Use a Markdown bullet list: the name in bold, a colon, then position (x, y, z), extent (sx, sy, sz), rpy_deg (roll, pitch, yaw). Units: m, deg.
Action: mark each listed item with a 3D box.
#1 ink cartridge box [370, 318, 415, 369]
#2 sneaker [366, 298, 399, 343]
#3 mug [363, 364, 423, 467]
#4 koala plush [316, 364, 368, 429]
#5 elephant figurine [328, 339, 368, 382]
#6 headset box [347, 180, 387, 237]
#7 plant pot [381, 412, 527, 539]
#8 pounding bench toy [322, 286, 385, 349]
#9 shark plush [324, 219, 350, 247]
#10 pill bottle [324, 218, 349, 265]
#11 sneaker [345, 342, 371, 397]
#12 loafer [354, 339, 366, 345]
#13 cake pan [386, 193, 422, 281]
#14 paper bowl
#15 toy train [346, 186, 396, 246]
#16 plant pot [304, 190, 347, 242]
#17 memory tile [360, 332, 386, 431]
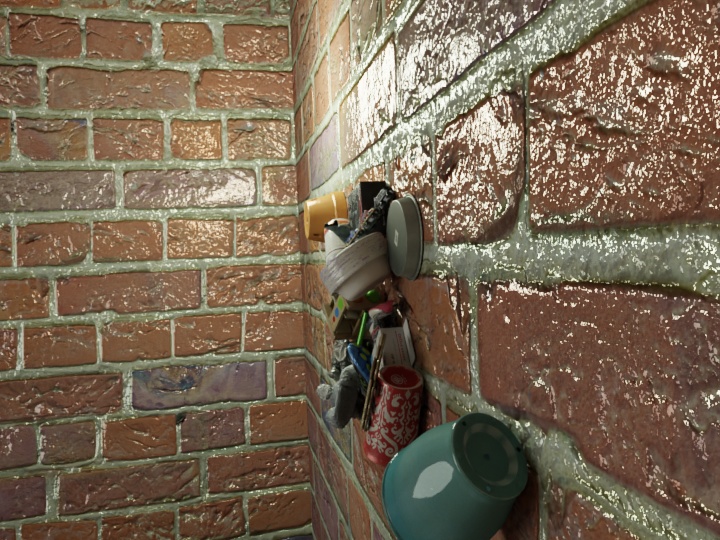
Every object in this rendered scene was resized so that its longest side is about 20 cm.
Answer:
- **ink cartridge box**: position (0.077, 0.223, 1.529), extent (0.202, 0.065, 0.118), rpy_deg (103, 161, -51)
- **sneaker**: position (0.066, 0.136, 1.565), extent (0.201, 0.079, 0.076), rpy_deg (96, 152, -64)
- **mug**: position (0.067, 0.326, 1.426), extent (0.176, 0.131, 0.205), rpy_deg (28, 120, 42)
- **koala plush**: position (-0.031, 0.370, 1.803), extent (0.199, 0.173, 0.189), rpy_deg (155, 121, -66)
- **elephant figurine**: position (-0.017, 0.260, 1.899), extent (0.141, 0.154, 0.202), rpy_deg (-43, -17, -46)
- **headset box**: position (0.021, -0.156, 1.688), extent (0.200, 0.075, 0.153), rpy_deg (152, 114, -75)
- **plant pot**: position (0.158, 0.326, 0.950), extent (0.189, 0.195, 0.203), rpy_deg (121, 147, -42)
- **pounding bench toy**: position (-0.006, 0.123, 1.702), extent (0.158, 0.121, 0.203), rpy_deg (-64, 35, 40)
- **shark plush**: position (-0.032, -0.100, 1.789), extent (0.200, 0.089, 0.085), rpy_deg (45, -152, -57)
- **pill bottle**: position (-0.061, -0.059, 1.972), extent (0.111, 0.106, 0.204), rpy_deg (104, 164, -51)
- **sneaker**: position (0.011, 0.292, 1.652), extent (0.082, 0.071, 0.203), rpy_deg (-23, 101, 37)
- **loafer**: position (-0.027, 0.179, 1.870), extent (0.200, 0.069, 0.075), rpy_deg (-135, 43, -74)
- **cake pan**: position (0.100, -0.077, 1.432), extent (0.200, 0.036, 0.206), rpy_deg (177, 90, -77)
- **paper bowl**: position (0.000, 0.000, 1.569), extent (0.105, 0.198, 0.201), rpy_deg (54, 160, 9)
- **toy train**: position (0.023, -0.133, 1.567), extent (0.046, 0.034, 0.201), rpy_deg (50, 116, 29)
- **plant pot**: position (-0.132, -0.187, 2.236), extent (0.200, 0.136, 0.206), rpy_deg (176, 90, -78)
- **memory tile**: position (0.029, 0.261, 1.426), extent (0.154, 0.016, 0.204), rpy_deg (-70, -9, -60)
